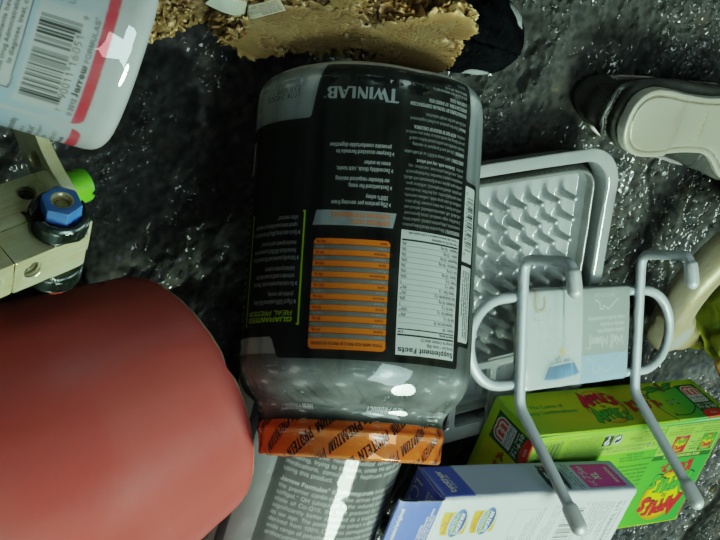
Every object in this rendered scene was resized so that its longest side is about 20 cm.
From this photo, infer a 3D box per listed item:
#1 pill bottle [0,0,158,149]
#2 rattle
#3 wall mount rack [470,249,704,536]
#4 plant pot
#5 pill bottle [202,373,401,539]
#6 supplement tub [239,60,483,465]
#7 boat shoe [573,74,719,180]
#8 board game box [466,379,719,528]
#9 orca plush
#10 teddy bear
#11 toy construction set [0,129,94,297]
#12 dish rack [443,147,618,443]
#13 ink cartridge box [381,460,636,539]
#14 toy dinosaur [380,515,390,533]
[{"bbox_3d":[-0.191,-0.129,0.626,0.200,0.109,0.109,16,105,-17],"label":"pill bottle"},{"bbox_3d":[0.306,0.009,1.053,0.130,0.143,0.200,13,126,-40],"label":"rattle"},{"bbox_3d":[0.162,0.074,0.973,0.200,0.075,0.174,-3,95,-37],"label":"wall mount rack"},{"bbox_3d":[-0.166,0.098,0.756,0.177,0.200,0.201,-27,128,-36],"label":"plant pot"},{"bbox_3d":[-0.028,0.105,0.902,0.111,0.111,0.200,4,111,-38],"label":"pill bottle"},{"bbox_3d":[0.000,0.000,0.778,0.123,0.123,0.200,10,81,-40],"label":"supplement tub"},{"bbox_3d":[0.226,-0.105,1.025,0.200,0.057,0.067,5,114,-44],"label":"boat shoe"},{"bbox_3d":[0.166,0.137,1.056,0.200,0.048,0.102,-1,123,-38],"label":"board game box"},{"bbox_3d":[0.039,-0.164,0.833,0.105,0.071,0.200,-48,132,-5],"label":"orca plush"},{"bbox_3d":[-0.040,-0.150,0.746,0.200,0.067,0.145,0,156,-4],"label":"teddy bear"},{"bbox_3d":[-0.203,-0.038,0.698,0.200,0.131,0.092,-34,154,-24],"label":"toy construction set"},{"bbox_3d":[0.086,0.013,0.983,0.172,0.044,0.200,-10,119,-32],"label":"dish rack"},{"bbox_3d":[0.078,0.182,0.961,0.200,0.042,0.119,2,120,-37],"label":"ink cartridge box"},{"bbox_3d":[-0.015,0.198,1.010,0.088,0.047,0.200,23,96,-35],"label":"toy dinosaur"}]
